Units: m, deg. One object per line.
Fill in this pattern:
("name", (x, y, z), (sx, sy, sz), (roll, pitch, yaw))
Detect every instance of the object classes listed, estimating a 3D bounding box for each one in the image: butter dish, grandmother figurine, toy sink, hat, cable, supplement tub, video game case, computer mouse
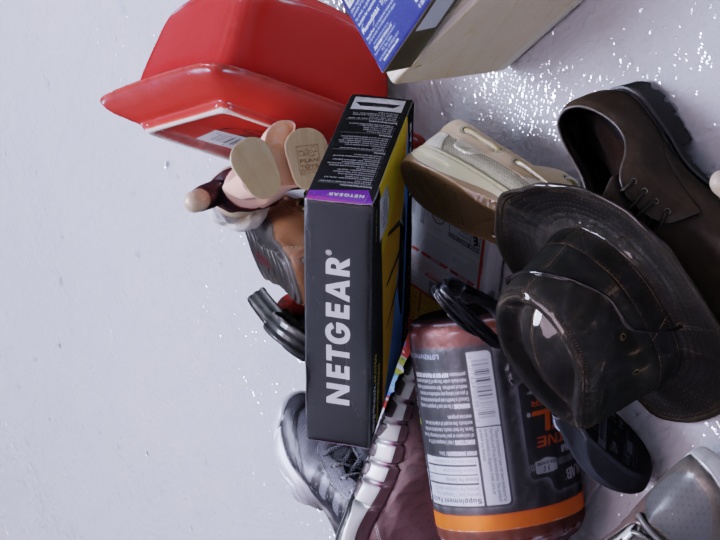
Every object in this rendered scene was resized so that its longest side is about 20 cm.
("butter dish", (-0.068, -0.164, 1.392), (0.199, 0.199, 0.149), (-8, 70, 56))
("grandmother figurine", (-0.075, -0.067, 1.360), (0.200, 0.120, 0.061), (163, 105, -72))
("toy sink", (0.054, -0.245, 1.216), (0.130, 0.112, 0.201), (-38, 67, 53))
("hat", (0.139, 0.043, 1.125), (0.200, 0.081, 0.201), (36, 156, 18))
("cable", (-0.049, 0.035, 1.402), (0.097, 0.050, 0.200), (41, 177, 9))
("supplement tub", (0.097, 0.124, 1.263), (0.107, 0.106, 0.201), (-2, 98, 56))
("video game case", (0.050, 0.031, 1.386), (0.143, 0.017, 0.201), (34, 126, 47))
("computer mouse", (0.114, 0.078, 1.189), (0.200, 0.059, 0.034), (44, 118, -12))

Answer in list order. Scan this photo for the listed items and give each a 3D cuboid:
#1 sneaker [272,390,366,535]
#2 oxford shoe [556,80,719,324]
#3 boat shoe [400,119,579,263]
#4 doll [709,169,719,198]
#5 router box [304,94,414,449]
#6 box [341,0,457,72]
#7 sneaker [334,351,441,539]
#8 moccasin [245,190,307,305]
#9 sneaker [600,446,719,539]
("sneaker", (0.007, 0.168, 1.443), (0.201, 0.075, 0.114), (62, 143, 15))
("oxford shoe", (0.182, -0.028, 1.111), (0.200, 0.084, 0.073), (55, 135, 29))
("boat shoe", (0.119, -0.040, 1.211), (0.199, 0.065, 0.072), (31, 153, 30))
("doll", (0.252, -0.050, 1.029), (0.136, 0.048, 0.201), (4, 103, 44))
("router box", (0.000, 0.000, 1.285), (0.051, 0.149, 0.201), (7, 124, 10))
("box", (0.001, -0.242, 1.166), (0.201, 0.032, 0.121), (59, 142, 17))
("sneaker", (0.063, 0.144, 1.341), (0.076, 0.115, 0.201), (-58, -11, -80))
("moccasin", (-0.047, -0.030, 1.464), (0.201, 0.077, 0.074), (-150, 41, -72))
("sneaker", (0.180, 0.196, 1.178), (0.077, 0.082, 0.201), (54, 139, 33))
